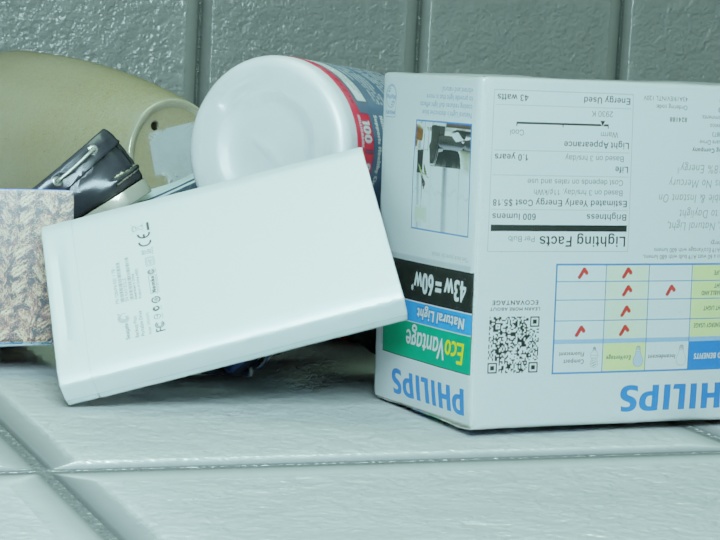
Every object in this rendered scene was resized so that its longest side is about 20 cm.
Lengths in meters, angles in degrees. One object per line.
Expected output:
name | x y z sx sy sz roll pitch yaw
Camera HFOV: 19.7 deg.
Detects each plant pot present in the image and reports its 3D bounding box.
plant pot | -0.210 -0.088 1.647 0.187 0.187 0.200 -4 3 -44

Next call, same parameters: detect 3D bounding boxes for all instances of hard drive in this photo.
hard drive | -0.082 0.001 1.214 0.200 0.027 0.132 -14 46 0

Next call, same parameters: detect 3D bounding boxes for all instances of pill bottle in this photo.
pill bottle | -0.015 -0.079 1.401 0.120 0.120 0.200 7 4 27

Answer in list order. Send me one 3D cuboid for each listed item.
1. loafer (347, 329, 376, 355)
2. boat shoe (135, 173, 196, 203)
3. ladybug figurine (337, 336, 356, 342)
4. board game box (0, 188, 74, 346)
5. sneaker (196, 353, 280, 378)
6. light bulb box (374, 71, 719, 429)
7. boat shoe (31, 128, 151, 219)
loafer | 0.018 0.008 1.302 0.200 0.071 0.073 24 -31 -36
boat shoe | -0.138 -0.014 1.519 0.071 0.091 0.200 40 -47 -25
ladybug figurine | 0.000 0.000 1.505 0.136 0.072 0.200 20 18 8
board game box | -0.287 -0.006 1.332 0.159 0.097 0.200 0 2 -24
sneaker | -0.077 0.037 1.313 0.200 0.077 0.085 -11 24 -35
light bulb box | 0.123 -0.015 1.234 0.198 0.200 0.125 0 6 -26
boat shoe | -0.253 -0.036 1.507 0.200 0.063 0.073 -28 6 -5
